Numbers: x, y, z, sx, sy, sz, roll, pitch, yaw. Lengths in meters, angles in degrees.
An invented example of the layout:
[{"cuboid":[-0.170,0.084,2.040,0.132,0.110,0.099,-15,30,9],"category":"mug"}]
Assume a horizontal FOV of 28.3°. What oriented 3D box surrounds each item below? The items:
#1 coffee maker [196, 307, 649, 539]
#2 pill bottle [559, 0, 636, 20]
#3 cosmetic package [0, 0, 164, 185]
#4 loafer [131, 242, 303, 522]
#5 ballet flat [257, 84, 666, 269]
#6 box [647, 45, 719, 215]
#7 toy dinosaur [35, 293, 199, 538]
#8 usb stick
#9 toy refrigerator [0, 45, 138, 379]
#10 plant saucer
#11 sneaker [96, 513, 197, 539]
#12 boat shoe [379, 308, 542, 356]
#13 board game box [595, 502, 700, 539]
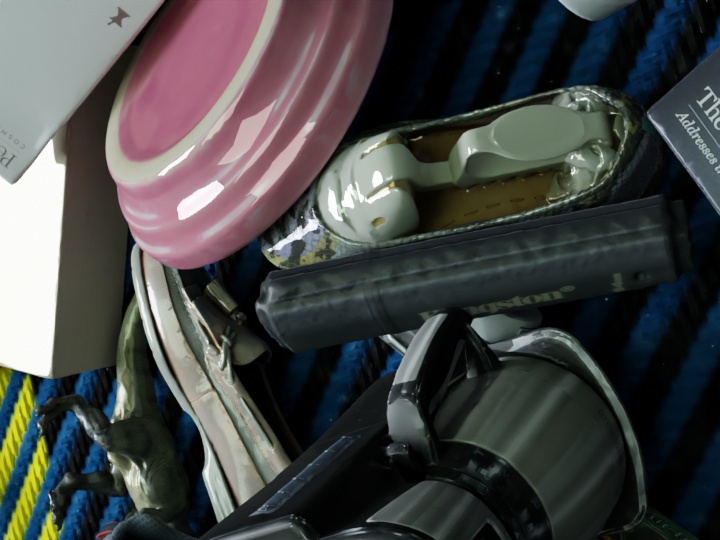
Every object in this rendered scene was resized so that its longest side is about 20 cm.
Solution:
[{"cuboid":[0.013,0.130,0.620,0.135,0.200,0.192,46,122,6],"category":"coffee maker"},{"cuboid":[0.160,-0.185,0.580,0.200,0.112,0.112,-28,77,35],"category":"pill bottle"},{"cuboid":[-0.163,-0.155,0.772,0.102,0.074,0.200,38,98,-14],"category":"cosmetic package"},{"cuboid":[-0.066,0.067,0.805,0.063,0.072,0.201,-21,87,19],"category":"loafer"},{"cuboid":[0.040,-0.047,0.662,0.199,0.072,0.072,-12,86,11],"category":"ballet flat"},{"cuboid":[0.246,-0.041,0.532,0.182,0.104,0.200,-44,69,29],"category":"box"},{"cuboid":[-0.147,0.107,0.861,0.047,0.088,0.201,142,117,-74],"category":"toy dinosaur"},{"cuboid":[0.051,0.003,0.654,0.199,0.056,0.033,-11,58,12],"category":"usb stick"},{"cuboid":[-0.188,-0.042,0.882,0.076,0.070,0.201,10,100,29],"category":"toy refrigerator"},{"cuboid":[-0.068,-0.100,0.734,0.200,0.051,0.201,-34,40,35],"category":"plant saucer"},{"cuboid":[-0.064,0.199,0.759,0.199,0.079,0.096,26,142,11],"category":"sneaker"},{"cuboid":[0.000,0.000,0.743,0.200,0.072,0.068,35,108,22],"category":"boat shoe"},{"cuboid":[0.103,0.150,0.704,0.200,0.023,0.105,34,114,30],"category":"board game box"}]
